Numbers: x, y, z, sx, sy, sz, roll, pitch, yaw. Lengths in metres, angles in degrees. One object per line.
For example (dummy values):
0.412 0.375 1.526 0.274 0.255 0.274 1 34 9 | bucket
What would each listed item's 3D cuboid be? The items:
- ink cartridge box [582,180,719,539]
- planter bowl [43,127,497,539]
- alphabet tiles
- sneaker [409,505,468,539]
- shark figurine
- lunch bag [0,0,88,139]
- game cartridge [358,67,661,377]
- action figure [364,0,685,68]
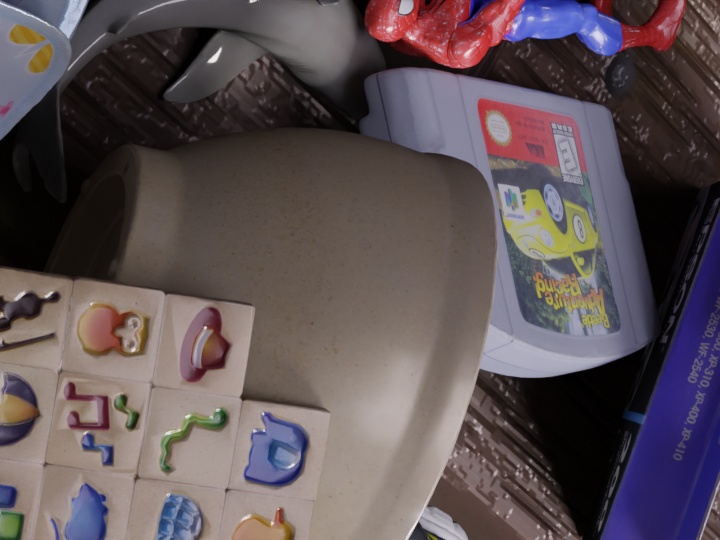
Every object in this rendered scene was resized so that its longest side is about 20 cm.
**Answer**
0.160 0.053 1.439 0.043 0.200 0.198 19 88 0 | ink cartridge box
-0.052 0.028 1.157 0.135 0.200 0.200 21 87 -19 | planter bowl
-0.102 0.103 1.054 0.167 0.008 0.200 9 93 -14 | alphabet tiles
0.006 0.141 1.350 0.074 0.085 0.200 -19 143 11 | sneaker
-0.057 -0.103 1.252 0.214 0.089 0.128 -16 111 -40 | shark figurine
-0.183 -0.135 1.103 0.169 0.127 0.200 25 92 -41 | lunch bag
0.074 -0.018 1.366 0.200 0.041 0.133 5 74 -57 | game cartridge
0.072 -0.143 1.356 0.200 0.065 0.099 -13 115 -49 | action figure
